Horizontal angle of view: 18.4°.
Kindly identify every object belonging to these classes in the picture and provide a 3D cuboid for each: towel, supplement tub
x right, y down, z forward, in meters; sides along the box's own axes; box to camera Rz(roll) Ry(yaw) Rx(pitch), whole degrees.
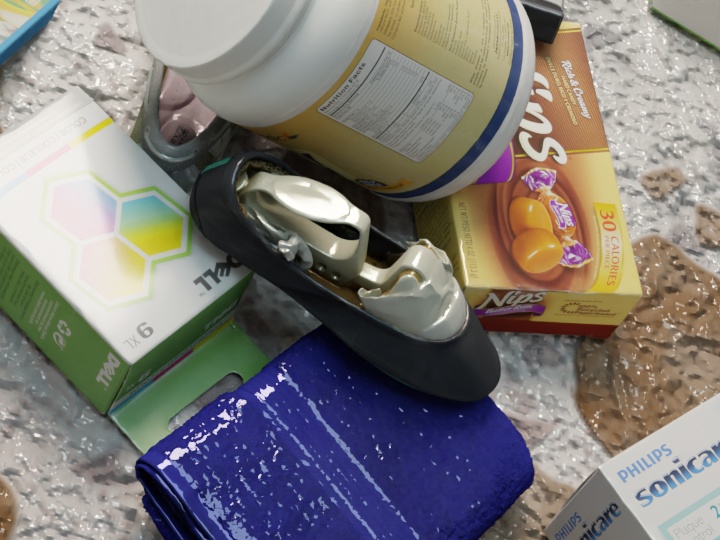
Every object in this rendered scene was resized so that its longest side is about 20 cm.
[{"bbox_3d":[-0.012,0.111,1.188,0.200,0.050,0.148,-36,84,-36],"label":"towel"},{"bbox_3d":[-0.013,-0.133,1.226,0.199,0.144,0.145,24,46,-43],"label":"supplement tub"}]

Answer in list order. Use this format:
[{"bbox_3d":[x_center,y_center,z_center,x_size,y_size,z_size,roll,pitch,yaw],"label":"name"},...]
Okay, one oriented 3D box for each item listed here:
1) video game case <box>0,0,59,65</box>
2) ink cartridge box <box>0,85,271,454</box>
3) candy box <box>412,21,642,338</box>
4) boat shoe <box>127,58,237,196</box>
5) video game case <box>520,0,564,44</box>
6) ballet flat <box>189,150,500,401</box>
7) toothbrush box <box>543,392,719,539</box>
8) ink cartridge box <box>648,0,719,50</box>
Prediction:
[{"bbox_3d":[-0.276,-0.178,1.238,0.199,0.018,0.143,30,24,-2],"label":"video game case"},{"bbox_3d":[-0.128,0.005,1.196,0.200,0.059,0.104,45,52,9],"label":"ink cartridge box"},{"bbox_3d":[0.090,-0.060,1.331,0.116,0.057,0.201,4,59,-20],"label":"candy box"},{"bbox_3d":[-0.087,-0.123,1.292,0.074,0.065,0.203,26,53,-4],"label":"boat shoe"},{"bbox_3d":[0.036,-0.229,1.400,0.198,0.026,0.181,17,39,-6],"label":"video game case"},{"bbox_3d":[0.000,0.000,1.182,0.199,0.073,0.073,34,52,-6],"label":"ballet flat"},{"bbox_3d":[0.221,0.174,1.217,0.146,0.085,0.201,-25,69,-33],"label":"toothbrush box"},{"bbox_3d":[0.302,-0.228,1.508,0.145,0.084,0.201,31,53,-1],"label":"ink cartridge box"}]
